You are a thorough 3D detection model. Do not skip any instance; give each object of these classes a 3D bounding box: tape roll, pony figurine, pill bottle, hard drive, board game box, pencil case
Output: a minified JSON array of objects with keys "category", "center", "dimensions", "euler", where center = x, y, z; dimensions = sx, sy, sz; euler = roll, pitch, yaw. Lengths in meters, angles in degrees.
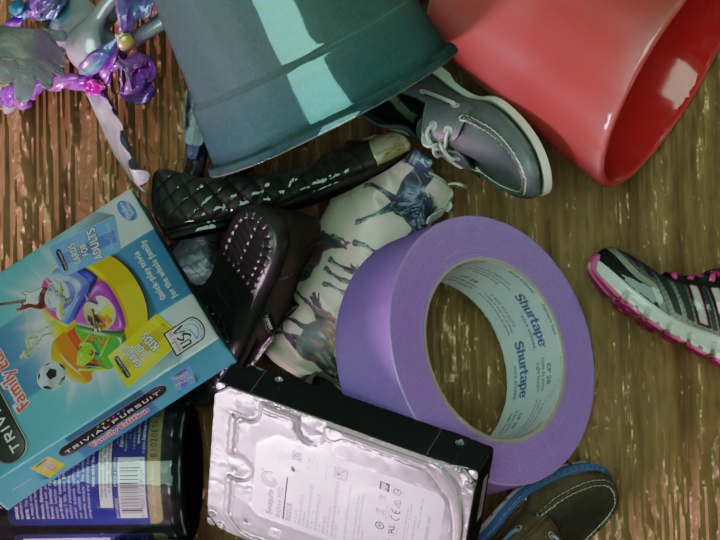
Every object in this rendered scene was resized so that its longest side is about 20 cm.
[{"category":"tape roll","center":[0.078,0.064,1.605],"dimensions":[0.200,0.066,0.201],"euler":[14,67,-35]},{"category":"pony figurine","center":[-0.205,-0.168,1.659],"dimensions":[0.200,0.193,0.167],"euler":[-44,122,1]},{"category":"pill bottle","center":[-0.224,0.153,1.659],"dimensions":[0.199,0.112,0.112],"euler":[-1,86,4]},{"category":"hard drive","center":[-0.011,0.154,1.551],"dimensions":[0.200,0.038,0.140],"euler":[19,128,15]},{"category":"board game box","center":[-0.213,0.056,1.605],"dimensions":[0.200,0.047,0.151],"euler":[-33,60,-1]},{"category":"pencil case","center":[0.000,0.000,1.670],"dimensions":[0.089,0.078,0.200],"euler":[24,88,21]}]

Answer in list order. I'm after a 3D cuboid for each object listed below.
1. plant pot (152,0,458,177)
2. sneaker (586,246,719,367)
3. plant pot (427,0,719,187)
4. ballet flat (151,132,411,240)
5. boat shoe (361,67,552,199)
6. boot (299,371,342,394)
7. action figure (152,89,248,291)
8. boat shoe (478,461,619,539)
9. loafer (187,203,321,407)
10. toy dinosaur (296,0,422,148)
[{"category":"plant pot","center":[-0.063,-0.198,1.554],"dimensions":[0.200,0.200,0.196],"euler":[-27,99,2]},{"category":"sneaker","center":[0.269,0.021,1.650],"dimensions":[0.200,0.074,0.088],"euler":[27,89,1]},{"category":"plant pot","center":[0.159,-0.187,1.624],"dimensions":[0.177,0.200,0.201],"euler":[31,89,18]},{"category":"ballet flat","center":[-0.061,-0.071,1.618],"dimensions":[0.200,0.066,0.057],"euler":[-15,87,6]},{"category":"boat shoe","center":[0.066,-0.101,1.632],"dimensions":[0.062,0.073,0.200],"euler":[-26,42,-24]},{"category":"boot","center":[-0.010,0.177,1.629],"dimensions":[0.200,0.070,0.146],"euler":[41,121,5]},{"category":"action figure","center":[-0.121,-0.046,1.690],"dimensions":[0.130,0.069,0.201],"euler":[12,90,-2]},{"category":"boat shoe","center":[0.120,0.219,1.623],"dimensions":[0.200,0.072,0.072],"euler":[-35,124,-13]},{"category":"loafer","center":[-0.079,0.030,1.631],"dimensions":[0.071,0.200,0.073],"euler":[-8,56,-37]},{"category":"toy dinosaur","center":[0.016,-0.218,1.706],"dimensions":[0.181,0.105,0.200],"euler":[-11,118,-5]}]
